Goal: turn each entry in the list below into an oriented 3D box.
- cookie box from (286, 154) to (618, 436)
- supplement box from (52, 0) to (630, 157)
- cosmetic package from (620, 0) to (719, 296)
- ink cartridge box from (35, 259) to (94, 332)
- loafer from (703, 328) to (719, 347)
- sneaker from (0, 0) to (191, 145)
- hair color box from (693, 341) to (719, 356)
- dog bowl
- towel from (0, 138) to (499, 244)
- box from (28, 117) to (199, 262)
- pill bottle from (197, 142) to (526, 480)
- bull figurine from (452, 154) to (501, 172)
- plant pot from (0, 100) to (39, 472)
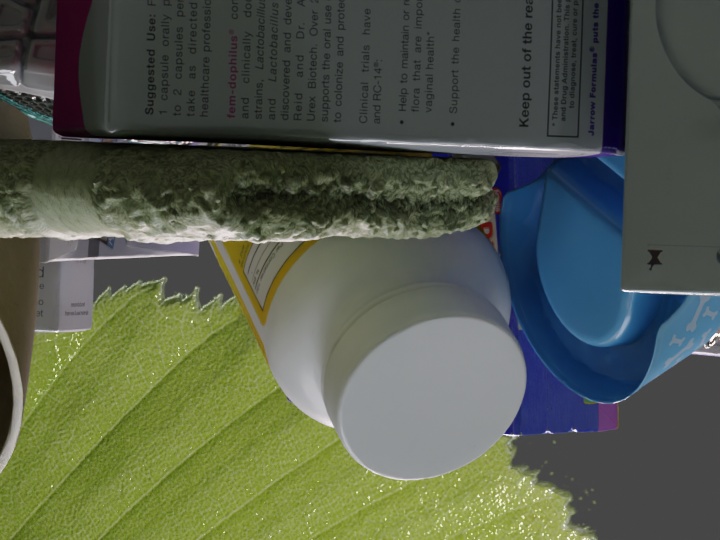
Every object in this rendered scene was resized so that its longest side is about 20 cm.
[{"bbox_3d":[0.044,-0.006,1.156,0.075,0.172,0.200,-3,-175,-35],"label":"cookie box"},{"bbox_3d":[-0.009,-0.096,0.826,0.199,0.104,0.101,0,-177,-20],"label":"supplement box"},{"bbox_3d":[0.195,-0.064,0.782,0.199,0.152,0.052,1,-178,12],"label":"cosmetic package"},{"bbox_3d":[-0.227,-0.067,1.244,0.144,0.201,0.085,1,179,7],"label":"ink cartridge box"},{"bbox_3d":[0.184,0.009,1.072,0.063,0.072,0.200,36,158,-9],"label":"loafer"},{"bbox_3d":[-0.143,-0.092,0.903,0.199,0.078,0.091,19,162,-4],"label":"sneaker"},{"bbox_3d":[0.209,-0.052,1.234,0.109,0.201,0.065,3,-179,43],"label":"hair color box"},{"bbox_3d":[0.114,-0.041,0.908,0.049,0.201,0.111,-16,-141,-28],"label":"dog bowl"},{"bbox_3d":[-0.048,-0.029,0.840,0.148,0.037,0.200,4,-177,33],"label":"towel"},{"bbox_3d":[-0.137,-0.084,1.187,0.041,0.157,0.200,4,-177,19],"label":"box"},{"bbox_3d":[0.000,0.000,0.986,0.112,0.113,0.200,1,-148,-22],"label":"pill bottle"},{"bbox_3d":[0.104,-0.100,0.971,0.199,0.122,0.065,9,-148,4],"label":"bull figurine"},{"bbox_3d":[-0.213,-0.024,0.940,0.186,0.188,0.201,2,-142,6],"label":"plant pot"}]
